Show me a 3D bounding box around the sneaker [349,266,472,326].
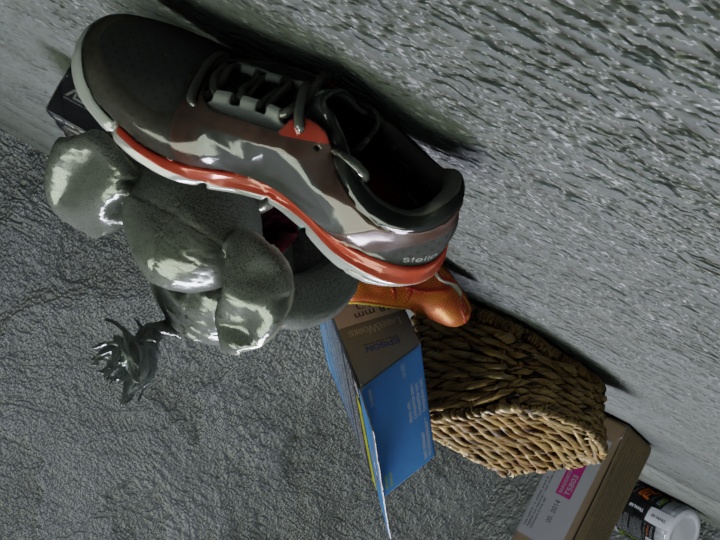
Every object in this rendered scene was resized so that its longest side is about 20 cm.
[{"bbox_3d":[0.000,0.000,0.945,0.200,0.077,0.073,29,174,-26],"label":"sneaker"}]

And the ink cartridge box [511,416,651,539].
[{"bbox_3d":[0.280,0.283,1.557,0.075,0.200,0.165,25,173,29],"label":"ink cartridge box"}]

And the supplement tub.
[{"bbox_3d":[0.629,0.538,2.701,0.122,0.123,0.200,33,173,-39],"label":"supplement tub"}]

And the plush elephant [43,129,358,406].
[{"bbox_3d":[-0.077,-0.029,0.669,0.165,0.200,0.155,35,157,5],"label":"plush elephant"}]

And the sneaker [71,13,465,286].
[{"bbox_3d":[-0.036,-0.072,0.566,0.200,0.077,0.082,28,148,-4],"label":"sneaker"}]

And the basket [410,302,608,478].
[{"bbox_3d":[0.148,0.093,1.156,0.142,0.149,0.200,-15,149,32],"label":"basket"}]

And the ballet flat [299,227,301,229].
[{"bbox_3d":[-0.066,-0.063,0.837,0.200,0.071,0.065,30,-157,23],"label":"ballet flat"}]

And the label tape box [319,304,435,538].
[{"bbox_3d":[0.018,0.094,1.022,0.200,0.063,0.144,-113,10,-46],"label":"label tape box"}]

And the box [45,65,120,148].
[{"bbox_3d":[-0.165,-0.095,1.065,0.200,0.049,0.161,29,177,-4],"label":"box"}]
